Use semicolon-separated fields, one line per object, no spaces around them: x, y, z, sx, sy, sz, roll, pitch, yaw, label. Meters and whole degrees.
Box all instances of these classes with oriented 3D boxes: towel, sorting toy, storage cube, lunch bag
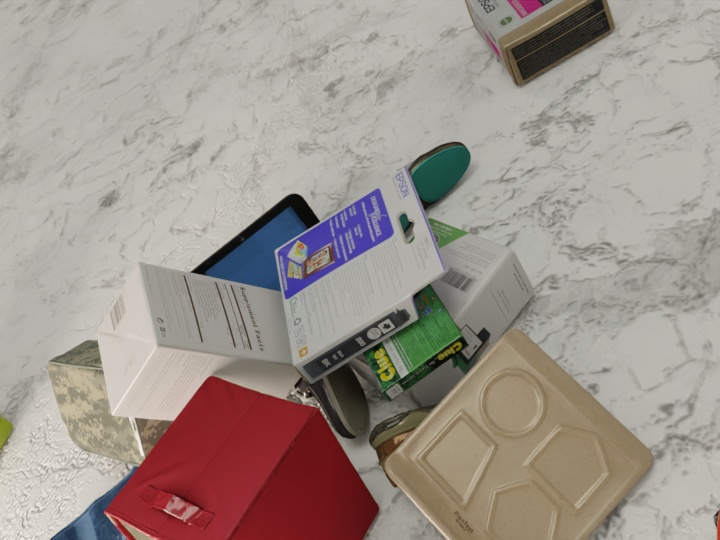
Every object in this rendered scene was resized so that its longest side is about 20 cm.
-0.310;0.326;1.084;0.199;0.049;0.112;-38;41;-2;towel
0.150;0.185;0.859;0.200;0.037;0.185;-43;70;-12;sorting toy
-0.114;0.246;0.914;0.168;0.202;0.181;8;49;40;storage cube
-0.275;0.148;1.151;0.197;0.142;0.167;-1;21;42;lunch bag

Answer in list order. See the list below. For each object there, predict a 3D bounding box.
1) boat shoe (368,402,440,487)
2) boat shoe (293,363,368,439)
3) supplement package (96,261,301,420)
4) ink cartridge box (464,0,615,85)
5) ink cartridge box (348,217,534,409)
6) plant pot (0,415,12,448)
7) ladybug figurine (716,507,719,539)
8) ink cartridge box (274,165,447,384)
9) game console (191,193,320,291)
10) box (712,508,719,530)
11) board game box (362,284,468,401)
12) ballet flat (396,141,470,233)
0.109;0.168;0.929;0.196;0.076;0.075;-21;69;4;boat shoe
-0.050;0.126;1.071;0.063;0.072;0.202;-41;52;17;boat shoe
-0.180;0.090;1.021;0.122;0.197;0.121;-51;45;28;supplement package
0.261;-0.389;1.335;0.162;0.076;0.202;-29;42;7;ink cartridge box
0.081;0.053;1.036;0.201;0.085;0.145;-49;41;-13;ink cartridge box
-0.663;0.260;1.288;0.196;0.199;0.185;-4;55;31;plant pot
0.336;0.182;0.673;0.134;0.072;0.203;0;52;38;ladybug figurine
0.000;0.000;1.012;0.198;0.043;0.200;-32;40;14;ink cartridge box
-0.105;0.030;1.165;0.199;0.119;0.171;-38;40;-2;game console
0.406;0.205;0.693;0.161;0.049;0.200;-42;39;-8;box
0.036;0.045;0.993;0.104;0.024;0.201;-33;40;4;board game box
0.063;-0.106;1.217;0.200;0.068;0.068;-45;32;-10;ballet flat
